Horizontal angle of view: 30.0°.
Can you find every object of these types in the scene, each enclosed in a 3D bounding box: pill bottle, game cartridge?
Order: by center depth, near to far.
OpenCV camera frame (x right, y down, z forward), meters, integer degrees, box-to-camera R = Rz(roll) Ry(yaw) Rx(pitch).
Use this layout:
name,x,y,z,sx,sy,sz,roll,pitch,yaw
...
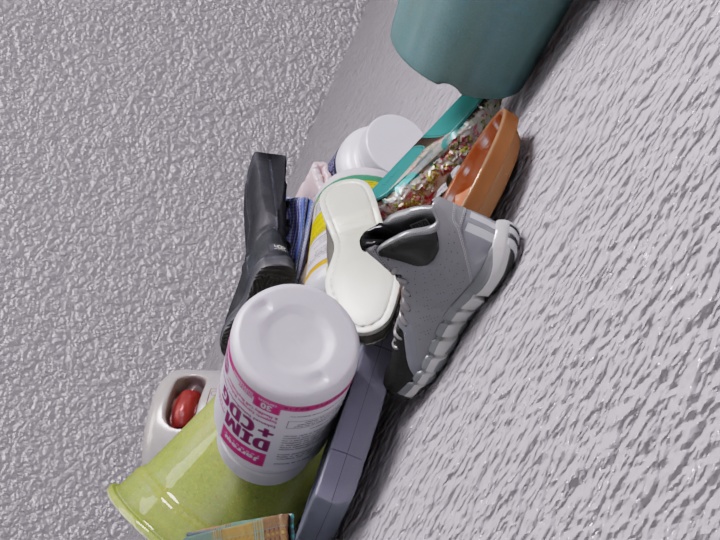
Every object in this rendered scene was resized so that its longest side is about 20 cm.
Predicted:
name,x,y,z,sx,sy,sz,roll,pitch,yaw
pill bottle,-0.072,0.110,1.207,0.201,0.112,0.114,109,-179,-56
game cartridge,-0.009,0.149,1.225,0.134,0.041,0.201,117,174,-51
pill bottle,0.000,0.000,1.381,0.201,0.112,0.113,-85,21,-44
pill bottle,0.010,-0.110,1.673,0.200,0.110,0.112,-49,17,59

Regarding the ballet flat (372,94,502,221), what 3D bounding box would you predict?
name,x,y,z,sx,sy,sz,roll,pitch,yaw
ballet flat,0.084,-0.111,1.364,0.200,0.064,0.075,-46,22,-13

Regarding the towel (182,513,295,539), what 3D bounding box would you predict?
name,x,y,z,sx,sy,sz,roll,pitch,yaw
towel,-0.103,0.294,1.174,0.199,0.021,0.148,-26,65,55

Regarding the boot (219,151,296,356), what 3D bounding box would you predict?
name,x,y,z,sx,sy,sz,roll,pitch,yaw
boot,-0.123,-0.019,1.578,0.165,0.065,0.201,-58,29,36

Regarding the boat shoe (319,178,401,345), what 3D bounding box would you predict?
name,x,y,z,sx,sy,sz,roll,pitch,yaw
boat shoe,0.002,-0.001,1.254,0.203,0.071,0.061,-101,-2,-47

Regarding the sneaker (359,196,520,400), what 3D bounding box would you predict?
name,x,y,z,sx,sy,sz,roll,pitch,yaw
sneaker,0.040,0.014,1.130,0.201,0.115,0.075,-58,10,32

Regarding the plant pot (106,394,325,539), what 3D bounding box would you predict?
name,x,y,z,sx,sy,sz,roll,pitch,yaw
plant pot,-0.124,0.211,1.372,0.185,0.200,0.200,-52,8,-6

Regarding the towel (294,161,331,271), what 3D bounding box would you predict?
name,x,y,z,sx,sy,sz,roll,pitch,yaw
towel,-0.053,-0.001,1.667,0.200,0.032,0.193,-58,44,50

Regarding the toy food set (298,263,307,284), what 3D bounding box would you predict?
name,x,y,z,sx,sy,sz,roll,pitch,yaw
toy food set,-0.059,0.101,1.535,0.144,0.060,0.202,-72,-7,-52

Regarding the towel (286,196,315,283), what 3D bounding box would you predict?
name,x,y,z,sx,sy,sz,roll,pitch,yaw
towel,-0.098,-0.020,1.638,0.200,0.024,0.147,-170,91,-75

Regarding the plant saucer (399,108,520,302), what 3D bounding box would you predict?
name,x,y,z,sx,sy,sz,roll,pitch,yaw
plant saucer,0.094,-0.053,1.235,0.202,0.032,0.200,-61,4,7

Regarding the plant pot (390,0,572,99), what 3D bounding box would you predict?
name,x,y,z,sx,sy,sz,roll,pitch,yaw
plant pot,0.127,-0.288,1.301,0.201,0.198,0.197,-75,8,-54

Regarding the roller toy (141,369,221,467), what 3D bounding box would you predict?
name,x,y,z,sx,sy,sz,roll,pitch,yaw
roller toy,-0.166,0.210,1.571,0.200,0.138,0.185,13,-101,-80
